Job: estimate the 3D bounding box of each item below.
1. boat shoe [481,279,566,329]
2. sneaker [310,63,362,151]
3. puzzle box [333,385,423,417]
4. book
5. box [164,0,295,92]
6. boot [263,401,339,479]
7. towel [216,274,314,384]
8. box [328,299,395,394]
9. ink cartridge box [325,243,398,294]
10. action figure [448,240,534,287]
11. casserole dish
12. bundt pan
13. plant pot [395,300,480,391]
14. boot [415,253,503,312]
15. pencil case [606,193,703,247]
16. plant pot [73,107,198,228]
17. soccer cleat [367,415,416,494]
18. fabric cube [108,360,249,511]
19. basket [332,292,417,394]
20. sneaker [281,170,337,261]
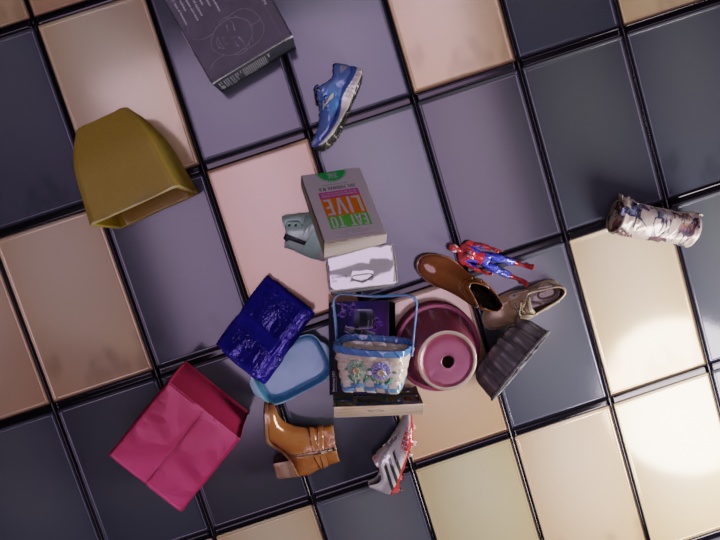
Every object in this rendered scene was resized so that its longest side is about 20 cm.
[{"bbox_3d":[0.370,0.079,1.626,0.198,0.065,0.073,-23,97,0],"label":"boat shoe"},{"bbox_3d":[-0.068,-0.357,1.561,0.088,0.079,0.202,23,86,2],"label":"sneaker"},{"bbox_3d":[0.037,0.291,1.600,0.197,0.133,0.026,-2,98,-3],"label":"puzzle box"},{"bbox_3d":[-0.036,-0.125,1.474,0.132,0.201,0.048,-11,141,-13],"label":"book"},{"bbox_3d":[-0.269,-0.518,1.503,0.195,0.124,0.202,-30,96,2],"label":"box"},{"bbox_3d":[-0.136,0.372,1.630,0.153,0.074,0.202,-14,111,-2],"label":"boot"},{"bbox_3d":[-0.212,0.129,1.589,0.147,0.050,0.201,36,86,9],"label":"towel"},{"bbox_3d":[0.004,0.170,1.577,0.139,0.079,0.203,-3,83,15],"label":"box"},{"bbox_3d":[0.000,0.000,1.529,0.143,0.200,0.089,-7,88,-1],"label":"ink cartridge box"},{"bbox_3d":[0.293,-0.022,1.623,0.198,0.052,0.066,19,99,-2],"label":"action figure"},{"bbox_3d":[-0.158,0.222,1.630,0.198,0.039,0.122,-27,96,0],"label":"casserole dish"},{"bbox_3d":[0.326,0.187,1.581,0.076,0.202,0.202,40,93,17],"label":"bundt pan"},{"bbox_3d":[0.175,0.176,1.571,0.197,0.179,0.203,0,95,-3],"label":"plant pot"},{"bbox_3d":[0.217,0.031,1.568,0.199,0.155,0.077,35,94,-6],"label":"boot"},{"bbox_3d":[0.663,-0.110,1.614,0.197,0.078,0.090,10,115,-3],"label":"pencil case"},{"bbox_3d":[-0.483,-0.220,1.497,0.194,0.194,0.202,-23,92,0],"label":"plant pot"},{"bbox_3d":[0.072,0.419,1.649,0.084,0.069,0.203,12,100,-8],"label":"soccer cleat"},{"bbox_3d":[-0.383,0.352,1.555,0.200,0.196,0.200,40,91,-5],"label":"fabric cube"},{"bbox_3d":[0.031,0.146,1.463,0.174,0.139,0.203,0,93,12],"label":"basket"},{"bbox_3d":[-0.110,-0.130,1.576,0.117,0.074,0.203,14,95,-5],"label":"sneaker"}]
